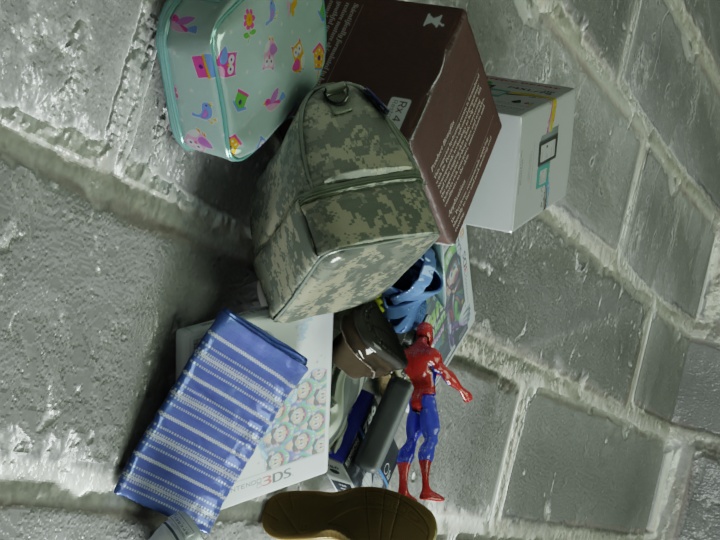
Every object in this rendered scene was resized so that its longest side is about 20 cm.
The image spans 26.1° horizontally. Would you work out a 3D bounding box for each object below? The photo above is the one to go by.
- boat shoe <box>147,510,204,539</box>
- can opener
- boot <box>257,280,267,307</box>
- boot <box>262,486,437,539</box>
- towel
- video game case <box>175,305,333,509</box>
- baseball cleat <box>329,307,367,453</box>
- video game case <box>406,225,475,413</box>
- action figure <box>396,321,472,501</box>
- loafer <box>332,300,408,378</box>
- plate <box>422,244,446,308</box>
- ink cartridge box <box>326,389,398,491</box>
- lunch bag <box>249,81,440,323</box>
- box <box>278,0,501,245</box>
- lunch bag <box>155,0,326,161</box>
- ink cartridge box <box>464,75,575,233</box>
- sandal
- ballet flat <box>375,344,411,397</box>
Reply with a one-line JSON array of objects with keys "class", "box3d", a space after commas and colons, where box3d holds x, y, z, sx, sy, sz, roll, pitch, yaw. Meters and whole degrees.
[{"class": "boat shoe", "box3d": [-0.180, 0.305, 1.509, 0.066, 0.074, 0.201, -29, 140, -19]}, {"class": "can opener", "box3d": [0.035, 0.137, 1.814, 0.053, 0.066, 0.202, 71, 38, -83]}, {"class": "boot", "box3d": [-0.055, 0.059, 1.641, 0.090, 0.072, 0.201, -53, 148, -47]}, {"class": "boot", "box3d": [0.006, 0.294, 1.739, 0.155, 0.198, 0.073, 50, 44, -62]}, {"class": "towel", "box3d": [-0.138, 0.146, 1.480, 0.145, 0.024, 0.201, 38, 81, -50]}, {"class": "video game case", "box3d": [-0.104, 0.134, 1.548, 0.181, 0.024, 0.202, -14, 116, -37]}, {"class": "baseball cleat", "box3d": [-0.027, 0.126, 1.763, 0.201, 0.069, 0.107, -58, 163, -34]}, {"class": "video game case", "box3d": [0.099, 0.058, 2.039, 0.200, 0.023, 0.183, -54, 147, -41]}, {"class": "action figure", "box3d": [0.086, 0.161, 1.752, 0.099, 0.065, 0.202, 13, 72, -45]}, {"class": "loafer", "box3d": [0.005, 0.086, 1.625, 0.074, 0.071, 0.200, 65, 3, 15]}, {"class": "plate", "box3d": [0.080, -0.057, 1.780, 0.200, 0.025, 0.202, -3, 90, -88]}, {"class": "ink cartridge box", "box3d": [-0.004, 0.214, 1.868, 0.100, 0.039, 0.201, -65, 152, -25]}, {"class": "lunch bag", "box3d": [-0.028, -0.066, 1.474, 0.138, 0.169, 0.200, -14, 163, -25]}, {"class": "box", "box3d": [0.032, -0.157, 1.619, 0.167, 0.163, 0.200, -66, 153, -25]}, {"class": "lunch bag", "box3d": [-0.104, -0.210, 1.405, 0.200, 0.076, 0.162, -53, 145, -43]}, {"class": "ink cartridge box", "box3d": [0.164, -0.151, 1.935, 0.200, 0.145, 0.148, -31, 128, -59]}, {"class": "sandal", "box3d": [0.051, 0.018, 1.701, 0.200, 0.086, 0.080, 53, 38, -68]}, {"class": "ballet flat", "box3d": [0.043, 0.092, 1.881, 0.071, 0.065, 0.201, -62, 151, -29]}]
